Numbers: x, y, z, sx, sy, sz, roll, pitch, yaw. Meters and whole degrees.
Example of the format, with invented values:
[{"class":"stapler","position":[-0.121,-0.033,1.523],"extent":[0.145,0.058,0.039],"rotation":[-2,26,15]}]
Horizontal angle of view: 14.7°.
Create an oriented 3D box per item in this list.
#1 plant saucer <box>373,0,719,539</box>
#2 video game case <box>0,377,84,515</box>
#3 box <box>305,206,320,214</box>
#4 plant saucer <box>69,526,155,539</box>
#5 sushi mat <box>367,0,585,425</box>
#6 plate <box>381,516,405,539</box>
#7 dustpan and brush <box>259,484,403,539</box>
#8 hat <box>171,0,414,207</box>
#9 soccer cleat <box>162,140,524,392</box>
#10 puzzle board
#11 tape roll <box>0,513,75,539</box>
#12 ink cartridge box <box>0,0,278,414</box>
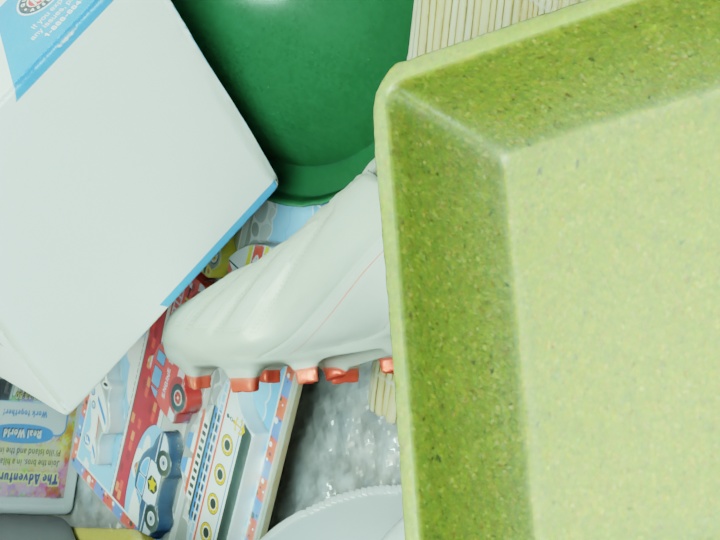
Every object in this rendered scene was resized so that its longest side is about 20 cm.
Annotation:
[{"class":"plant saucer","position":[0.102,0.011,0.864],"extent":[0.199,0.048,0.201],"rotation":[-16,68,33]},{"class":"video game case","position":[-0.194,0.012,1.209],"extent":[0.024,0.199,0.183],"rotation":[11,93,45]},{"class":"box","position":[0.075,-0.054,1.044],"extent":[0.200,0.046,0.160],"rotation":[36,112,44]},{"class":"plant saucer","position":[-0.092,0.207,1.145],"extent":[0.200,0.048,0.201],"rotation":[164,109,-74]},{"class":"sushi mat","position":[0.043,-0.023,1.015],"extent":[0.096,0.012,0.201],"rotation":[30,121,46]},{"class":"plate","position":[0.106,0.092,0.890],"extent":[0.200,0.032,0.200],"rotation":[-48,52,15]},{"class":"dustpan and brush","position":[0.027,0.122,1.051],"extent":[0.199,0.057,0.140],"rotation":[-20,42,18]},{"class":"hat","position":[-0.080,-0.129,1.050],"extent":[0.200,0.176,0.166],"rotation":[40,109,42]},{"class":"soccer cleat","position":[0.000,0.000,1.017],"extent":[0.199,0.069,0.078],"rotation":[-12,84,47]},{"class":"puzzle board","position":[-0.071,0.031,1.175],"extent":[0.151,0.017,0.201],"rotation":[41,125,48]},{"class":"tape roll","position":[-0.164,0.204,1.192],"extent":[0.200,0.066,0.202],"rotation":[-176,90,-74]},{"class":"ink cartridge box","position":[-0.157,-0.059,1.082],"extent":[0.200,0.125,0.129],"rotation":[26,67,44]}]
